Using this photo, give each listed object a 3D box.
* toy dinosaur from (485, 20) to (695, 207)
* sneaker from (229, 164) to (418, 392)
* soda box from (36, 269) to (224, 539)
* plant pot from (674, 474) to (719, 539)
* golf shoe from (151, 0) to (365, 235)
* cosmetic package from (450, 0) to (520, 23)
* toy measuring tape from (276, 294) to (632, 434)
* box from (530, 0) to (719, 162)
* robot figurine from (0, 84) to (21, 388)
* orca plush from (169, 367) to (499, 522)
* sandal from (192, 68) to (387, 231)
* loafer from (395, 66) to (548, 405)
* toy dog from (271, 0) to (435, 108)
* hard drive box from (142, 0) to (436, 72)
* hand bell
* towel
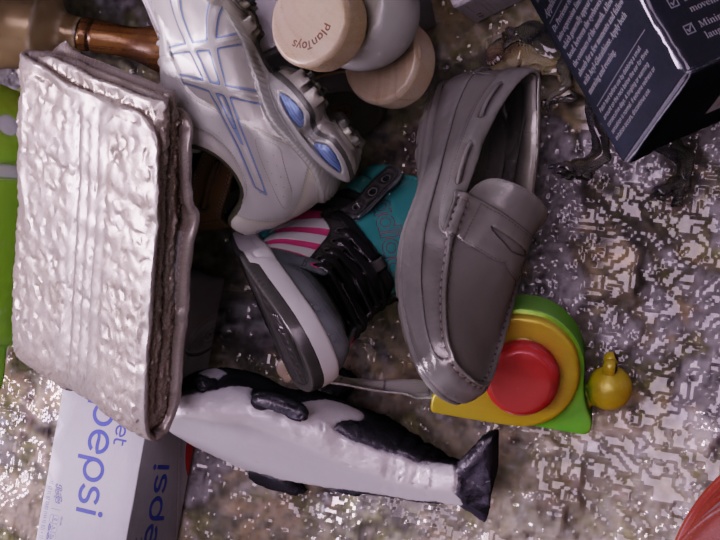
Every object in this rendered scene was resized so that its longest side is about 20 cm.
[{"bbox_3d":[0.156,-0.088,1.022,0.199,0.047,0.089,12,82,18],"label":"toy dinosaur"},{"bbox_3d":[0.000,0.000,1.008,0.120,0.200,0.084,-24,109,-4],"label":"sneaker"},{"bbox_3d":[-0.140,0.094,1.098,0.063,0.068,0.202,9,87,23],"label":"soda box"},{"bbox_3d":[0.228,0.177,0.887,0.199,0.195,0.203,-2,84,20],"label":"plant pot"},{"bbox_3d":[-0.088,-0.110,0.986,0.097,0.078,0.201,-37,88,8],"label":"golf shoe"},{"bbox_3d":[0.061,-0.255,1.068,0.082,0.051,0.201,-24,77,18],"label":"cosmetic package"},{"bbox_3d":[0.054,0.043,1.018,0.198,0.074,0.074,9,88,6],"label":"toy measuring tape"},{"bbox_3d":[0.166,-0.185,0.959,0.148,0.107,0.201,-22,74,-18],"label":"box"},{"bbox_3d":[-0.246,-0.026,1.117,0.174,0.116,0.202,6,95,-16],"label":"robot figurine"},{"bbox_3d":[-0.013,0.080,1.054,0.199,0.105,0.071,4,55,23],"label":"orca plush"},{"bbox_3d":[-0.070,-0.056,1.076,0.199,0.082,0.055,-23,61,4],"label":"sandal"},{"bbox_3d":[0.064,-0.025,0.977,0.069,0.070,0.201,-18,54,36],"label":"loafer"},{"bbox_3d":[-0.016,-0.185,0.974,0.096,0.132,0.201,-38,86,20],"label":"toy dog"},{"bbox_3d":[-0.066,-0.211,1.078,0.155,0.077,0.201,-23,76,1],"label":"hard drive box"},{"bbox_3d":[-0.164,-0.145,1.136,0.198,0.104,0.105,13,89,8],"label":"hand bell"},{"bbox_3d":[-0.146,-0.019,1.018,0.132,0.034,0.201,26,119,39],"label":"towel"}]
